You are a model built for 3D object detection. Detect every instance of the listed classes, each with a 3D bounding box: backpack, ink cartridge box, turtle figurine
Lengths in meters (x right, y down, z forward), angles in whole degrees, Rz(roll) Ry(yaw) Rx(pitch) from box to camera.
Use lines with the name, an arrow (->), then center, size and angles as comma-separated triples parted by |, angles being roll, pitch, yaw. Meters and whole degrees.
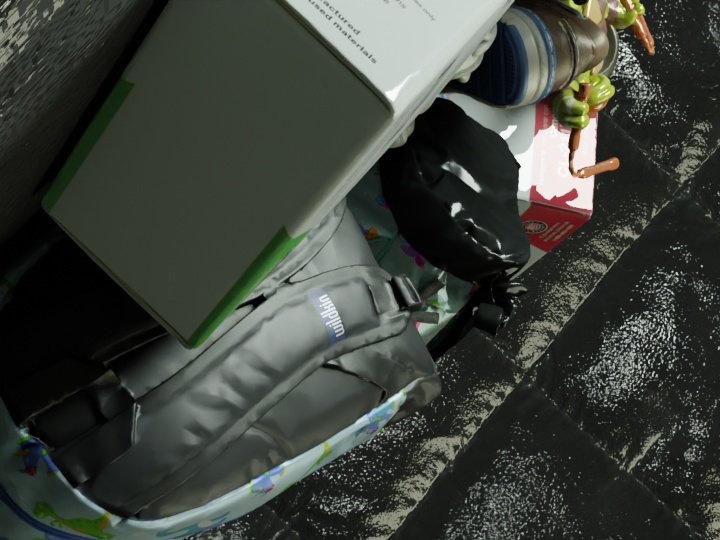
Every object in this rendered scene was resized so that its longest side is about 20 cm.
backpack -> -0.084, 0.041, 0.652 | 0.153, 0.164, 0.200 | -30, -176, 33
backpack -> 0.000, 0.000, 0.928 | 0.200, 0.126, 0.167 | -43, -162, 25
ink cartridge box -> -0.013, -0.084, 0.600 | 0.146, 0.084, 0.200 | -48, -179, 39
ink cartridge box -> 0.043, -0.070, 1.064 | 0.146, 0.198, 0.084 | 135, -36, -66
turtle figurine -> 0.140, -0.166, 0.996 | 0.201, 0.064, 0.163 | -59, 144, -45

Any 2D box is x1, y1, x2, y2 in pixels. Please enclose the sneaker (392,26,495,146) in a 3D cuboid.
sneaker -> 0.046, -0.151, 0.811 | 0.200, 0.081, 0.075 | -49, 178, 24

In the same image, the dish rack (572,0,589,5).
dish rack -> 0.137, -0.228, 0.796 | 0.200, 0.054, 0.155 | -172, -86, -77

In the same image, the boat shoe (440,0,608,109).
boat shoe -> 0.074, -0.140, 0.922 | 0.072, 0.073, 0.200 | -12, -153, -22

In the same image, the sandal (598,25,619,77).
sandal -> 0.097, -0.162, 1.042 | 0.054, 0.198, 0.083 | 0, -99, 65
